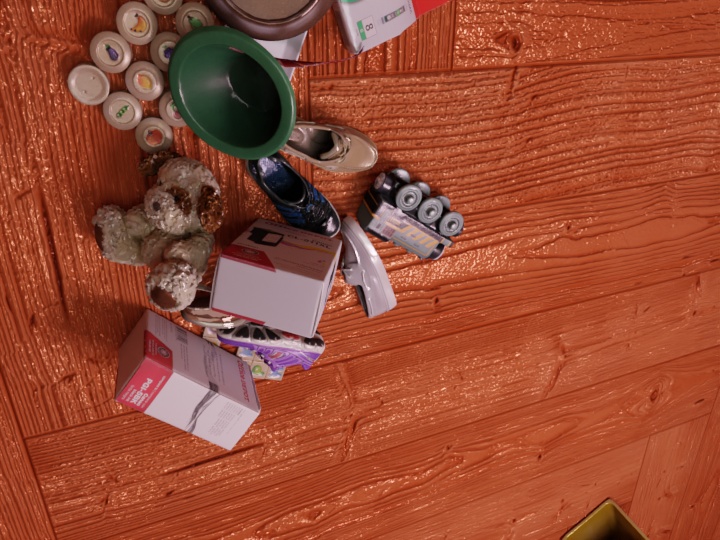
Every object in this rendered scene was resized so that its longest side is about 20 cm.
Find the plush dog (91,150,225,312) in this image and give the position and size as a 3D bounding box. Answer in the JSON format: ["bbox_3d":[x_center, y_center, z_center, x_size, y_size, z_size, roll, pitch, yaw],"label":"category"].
[{"bbox_3d":[-0.246,-0.068,0.788,0.159,0.199,0.174,-15,137,-56],"label":"plush dog"}]

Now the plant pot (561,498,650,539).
[{"bbox_3d":[0.730,0.832,1.648,0.193,0.196,0.201,-36,130,-5],"label":"plant pot"}]

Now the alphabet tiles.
[{"bbox_3d":[-0.180,0.093,0.973,0.164,0.008,0.204,12,108,-29],"label":"alphabet tiles"}]

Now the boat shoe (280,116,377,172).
[{"bbox_3d":[-0.047,-0.185,0.861,0.197,0.065,0.074,10,108,-38],"label":"boat shoe"}]

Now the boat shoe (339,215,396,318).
[{"bbox_3d":[0.000,0.000,0.983,0.068,0.072,0.202,-31,132,-9],"label":"boat shoe"}]

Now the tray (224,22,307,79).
[{"bbox_3d":[-0.121,-0.342,0.769,0.105,0.022,0.203,15,113,-21],"label":"tray"}]

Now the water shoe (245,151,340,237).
[{"bbox_3d":[-0.098,-0.105,0.874,0.072,0.079,0.200,-47,124,3],"label":"water shoe"}]

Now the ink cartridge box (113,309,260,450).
[{"bbox_3d":[-0.263,0.168,0.879,0.199,0.147,0.083,36,98,-29],"label":"ink cartridge box"}]

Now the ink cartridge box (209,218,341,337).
[{"bbox_3d":[-0.113,0.002,0.824,0.142,0.201,0.085,14,109,0],"label":"ink cartridge box"}]

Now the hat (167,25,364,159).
[{"bbox_3d":[-0.133,-0.264,0.782,0.198,0.178,0.166,32,131,-10],"label":"hat"}]

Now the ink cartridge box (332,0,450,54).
[{"bbox_3d":[0.046,-0.426,0.810,0.197,0.050,0.163,-28,122,-8],"label":"ink cartridge box"}]

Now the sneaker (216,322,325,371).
[{"bbox_3d":[-0.151,0.130,0.956,0.197,0.081,0.084,20,111,-32],"label":"sneaker"}]

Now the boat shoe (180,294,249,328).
[{"bbox_3d":[-0.185,0.041,0.904,0.196,0.075,0.073,-6,113,-33],"label":"boat shoe"}]

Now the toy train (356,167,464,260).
[{"bbox_3d":[0.087,-0.089,0.973,0.198,0.086,0.115,25,114,-34],"label":"toy train"}]

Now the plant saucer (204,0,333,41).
[{"bbox_3d":[-0.114,-0.389,0.709,0.195,0.032,0.204,-6,123,-9],"label":"plant saucer"}]

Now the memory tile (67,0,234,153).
[{"bbox_3d":[-0.263,-0.264,0.744,0.200,0.017,0.153,-45,123,9],"label":"memory tile"}]
